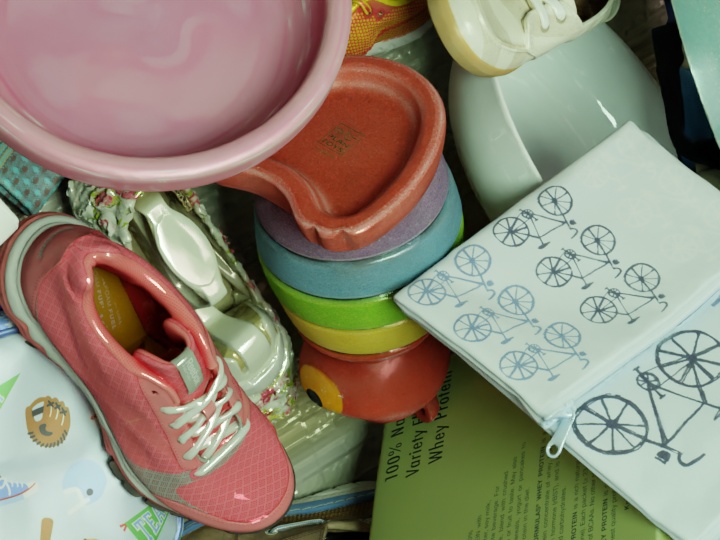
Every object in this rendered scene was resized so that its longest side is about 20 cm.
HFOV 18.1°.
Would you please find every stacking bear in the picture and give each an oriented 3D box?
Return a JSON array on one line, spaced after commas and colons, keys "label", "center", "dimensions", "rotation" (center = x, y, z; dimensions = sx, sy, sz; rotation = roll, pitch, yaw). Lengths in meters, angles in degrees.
[{"label": "stacking bear", "center": [0.000, 0.000, 1.151], "dimensions": [0.114, 0.121, 0.200], "rotation": [-40, 143, -26]}]

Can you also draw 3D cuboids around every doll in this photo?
[{"label": "doll", "center": [0.187, -0.110, 1.269], "dimensions": [0.137, 0.048, 0.201], "rotation": [59, 21, -65]}]

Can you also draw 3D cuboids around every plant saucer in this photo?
[{"label": "plant saucer", "center": [-0.106, -0.124, 1.072], "dimensions": [0.200, 0.051, 0.201], "rotation": [4, 65, -9]}, {"label": "plant saucer", "center": [0.209, -0.121, 1.210], "dimensions": [0.200, 0.036, 0.201], "rotation": [52, 29, -45]}]

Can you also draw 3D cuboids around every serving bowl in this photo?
[{"label": "serving bowl", "center": [0.113, -0.059, 1.249], "dimensions": [0.200, 0.066, 0.201], "rotation": [34, 39, -33]}]

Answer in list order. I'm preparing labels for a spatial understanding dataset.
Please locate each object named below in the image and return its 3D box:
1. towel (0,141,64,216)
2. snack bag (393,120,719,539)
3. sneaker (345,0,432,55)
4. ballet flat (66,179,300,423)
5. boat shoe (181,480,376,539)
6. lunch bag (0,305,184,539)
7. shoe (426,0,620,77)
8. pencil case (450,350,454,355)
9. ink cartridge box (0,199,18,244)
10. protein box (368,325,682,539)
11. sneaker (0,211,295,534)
[{"label": "towel", "center": [-0.187, -0.141, 1.106], "dimensions": [0.200, 0.022, 0.147], "rotation": [45, 75, -30]}, {"label": "snack bag", "center": [0.147, 0.028, 1.092], "dimensions": [0.188, 0.200, 0.021], "rotation": [-34, 154, -31]}, {"label": "sneaker", "center": [-0.030, -0.126, 1.168], "dimensions": [0.073, 0.077, 0.200], "rotation": [40, 62, 14]}, {"label": "ballet flat", "center": [-0.083, 0.018, 1.168], "dimensions": [0.076, 0.064, 0.200], "rotation": [-47, 124, -17]}, {"label": "boat shoe", "center": [-0.041, 0.163, 1.221], "dimensions": [0.199, 0.072, 0.073], "rotation": [-19, 110, -29]}, {"label": "lunch bag", "center": [-0.185, 0.091, 1.117], "dimensions": [0.199, 0.075, 0.161], "rotation": [-16, 102, -31]}, {"label": "shoe", "center": [0.094, -0.150, 1.187], "dimensions": [0.070, 0.053, 0.200], "rotation": [60, 31, 0]}, {"label": "pencil case", "center": [0.131, 0.064, 1.307], "dimensions": [0.086, 0.084, 0.200], "rotation": [-49, 121, 1]}, {"label": "ink cartridge box", "center": [-0.286, -0.012, 0.990], "dimensions": [0.200, 0.144, 0.147], "rotation": [-47, 119, -18]}, {"label": "protein box", "center": [0.120, 0.134, 1.169], "dimensions": [0.135, 0.200, 0.199], "rotation": [37, 42, -30]}, {"label": "sneaker", "center": [-0.094, 0.058, 1.078], "dimensions": [0.074, 0.087, 0.200], "rotation": [-48, 114, -20]}]
